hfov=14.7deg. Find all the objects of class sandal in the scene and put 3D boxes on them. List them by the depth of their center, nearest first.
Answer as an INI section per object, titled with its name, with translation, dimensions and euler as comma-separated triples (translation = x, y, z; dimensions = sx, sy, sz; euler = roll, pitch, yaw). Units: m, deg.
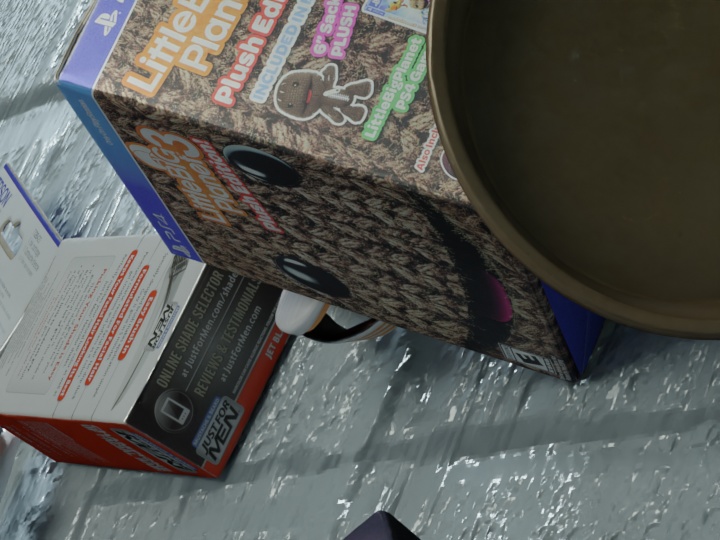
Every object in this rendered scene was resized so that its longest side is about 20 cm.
[sandal]
translation = 0.004, -0.008, 1.301
dimensions = 0.079, 0.059, 0.207
euler = -62, 3, 8

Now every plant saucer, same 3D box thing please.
[plant saucer]
translation = 0.119, -0.071, 1.018
dimensions = 0.201, 0.199, 0.029
euler = -64, 4, -17

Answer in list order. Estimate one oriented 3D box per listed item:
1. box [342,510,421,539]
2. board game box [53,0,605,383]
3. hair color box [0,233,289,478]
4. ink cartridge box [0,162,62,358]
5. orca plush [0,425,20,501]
[box]
translation = -0.014, 0.224, 0.944
dimensions = 0.200, 0.123, 0.199
euler = -40, 27, 10
[board game box]
translation = 0.004, -0.054, 1.127
dimensions = 0.199, 0.160, 0.097
euler = 17, 70, 23
[hair color box]
translation = -0.116, 0.043, 1.445
dimensions = 0.200, 0.064, 0.111
euler = -2, 58, 62
[ink cartridge box]
translation = -0.237, 0.050, 1.679
dimensions = 0.200, 0.047, 0.198
euler = -53, 24, 4
[orca plush]
translation = -0.244, 0.153, 1.488
dimensions = 0.105, 0.071, 0.201
euler = 100, -174, -64
